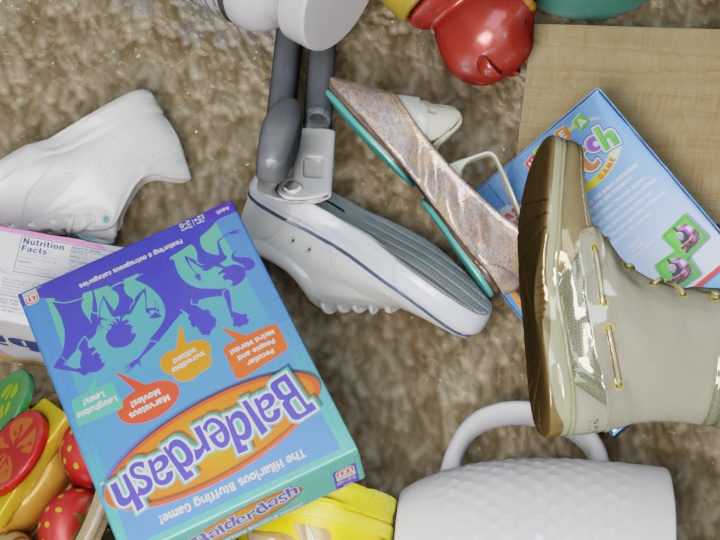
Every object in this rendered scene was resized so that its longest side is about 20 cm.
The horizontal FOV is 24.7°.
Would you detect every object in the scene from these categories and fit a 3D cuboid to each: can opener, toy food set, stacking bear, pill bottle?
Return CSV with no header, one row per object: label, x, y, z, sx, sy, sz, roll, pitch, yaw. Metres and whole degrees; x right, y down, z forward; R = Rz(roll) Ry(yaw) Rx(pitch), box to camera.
can opener,-0.042,-0.121,1.184,0.052,0.067,0.201,4,41,-1
toy food set,-0.233,0.162,1.071,0.049,0.198,0.201,38,79,-32
stacking bear,0.060,-0.231,1.238,0.113,0.121,0.201,-35,84,15
pill bottle,-0.091,-0.246,1.212,0.199,0.116,0.116,30,73,22

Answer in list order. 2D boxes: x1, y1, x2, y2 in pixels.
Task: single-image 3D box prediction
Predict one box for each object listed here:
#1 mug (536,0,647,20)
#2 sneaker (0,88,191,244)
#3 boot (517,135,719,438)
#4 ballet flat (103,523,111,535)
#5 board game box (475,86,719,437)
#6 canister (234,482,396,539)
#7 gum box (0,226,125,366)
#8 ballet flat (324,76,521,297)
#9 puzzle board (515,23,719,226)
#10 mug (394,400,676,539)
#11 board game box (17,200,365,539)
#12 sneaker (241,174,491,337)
mug,0.193,-0.285,1.254,0.184,0.115,0.153,-9,72,-4
sneaker,-0.215,-0.048,1.190,0.199,0.075,0.089,-32,87,-13
boot,0.187,0.010,1.103,0.153,0.072,0.202,-1,81,-8
ballet flat,-0.128,0.122,1.092,0.200,0.069,0.070,-34,71,28
board game box,0.176,-0.007,1.179,0.151,0.037,0.200,-39,77,6
canister,-0.060,0.236,1.058,0.086,0.148,0.201,24,70,-38
gum box,-0.184,0.029,1.137,0.198,0.114,0.067,11,71,1
ballet flat,0.058,-0.074,1.168,0.067,0.068,0.200,-39,86,2
puzzle board,0.217,-0.108,1.222,0.199,0.017,0.152,4,76,17
mug,0.111,0.175,1.089,0.174,0.148,0.201,4,53,3
board game box,-0.107,0.070,1.016,0.151,0.045,0.201,-25,60,-8
sneaker,0.000,0.000,1.179,0.199,0.073,0.071,32,113,16
